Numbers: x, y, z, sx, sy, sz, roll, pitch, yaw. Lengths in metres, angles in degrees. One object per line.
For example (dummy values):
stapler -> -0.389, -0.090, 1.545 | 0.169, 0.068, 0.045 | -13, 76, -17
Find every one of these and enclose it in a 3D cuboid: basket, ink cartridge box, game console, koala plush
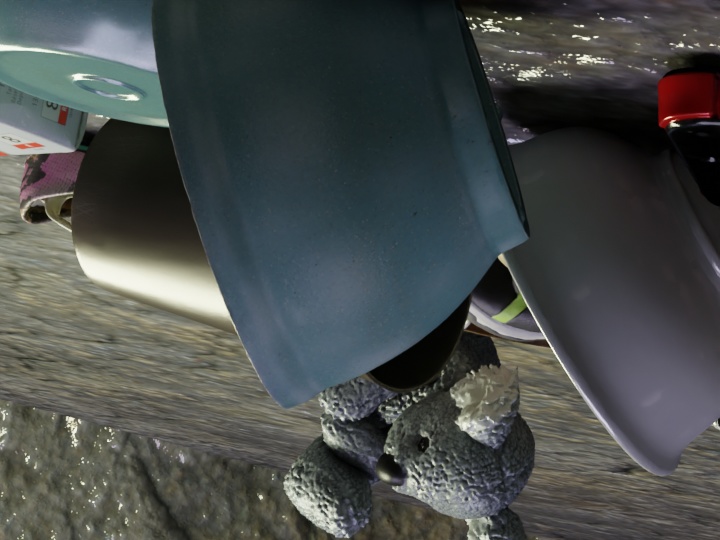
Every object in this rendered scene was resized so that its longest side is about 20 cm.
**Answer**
basket -> -0.056, -0.024, 1.650 | 0.199, 0.136, 0.181 | 12, 148, 32
ink cartridge box -> -0.281, -0.112, 1.662 | 0.199, 0.051, 0.162 | 15, 171, -38
game console -> 0.242, -0.059, 1.397 | 0.176, 0.031, 0.200 | 3, 169, 16
koala plush -> 0.062, 0.118, 2.116 | 0.183, 0.179, 0.200 | -14, -155, -26

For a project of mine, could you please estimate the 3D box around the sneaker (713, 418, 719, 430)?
sneaker -> 0.265, 0.057, 1.784 | 0.199, 0.079, 0.090 | -6, -167, -34

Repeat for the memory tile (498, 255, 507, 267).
memory tile -> 0.146, -0.012, 1.661 | 0.199, 0.017, 0.153 | 13, 160, 32

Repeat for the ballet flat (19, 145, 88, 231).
ballet flat -> -0.139, -0.045, 1.814 | 0.199, 0.072, 0.069 | 5, 167, 37

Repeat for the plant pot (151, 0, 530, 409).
plant pot -> 0.000, -0.052, 1.310 | 0.133, 0.202, 0.200 | -17, 167, 6

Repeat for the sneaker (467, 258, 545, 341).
sneaker -> 0.151, 0.006, 1.836 | 0.199, 0.072, 0.083 | 13, 147, -15

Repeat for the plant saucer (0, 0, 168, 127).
plant saucer -> -0.131, -0.112, 1.515 | 0.199, 0.036, 0.200 | 12, 170, 2

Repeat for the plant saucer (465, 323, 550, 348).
plant saucer -> 0.108, 0.020, 2.005 | 0.199, 0.035, 0.200 | 12, 170, 2

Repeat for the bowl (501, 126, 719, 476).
bowl -> 0.148, -0.001, 1.495 | 0.090, 0.202, 0.201 | -31, 155, 15

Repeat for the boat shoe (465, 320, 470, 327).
boat shoe -> 0.000, 0.000, 1.837 | 0.072, 0.066, 0.199 | -30, 151, 30
